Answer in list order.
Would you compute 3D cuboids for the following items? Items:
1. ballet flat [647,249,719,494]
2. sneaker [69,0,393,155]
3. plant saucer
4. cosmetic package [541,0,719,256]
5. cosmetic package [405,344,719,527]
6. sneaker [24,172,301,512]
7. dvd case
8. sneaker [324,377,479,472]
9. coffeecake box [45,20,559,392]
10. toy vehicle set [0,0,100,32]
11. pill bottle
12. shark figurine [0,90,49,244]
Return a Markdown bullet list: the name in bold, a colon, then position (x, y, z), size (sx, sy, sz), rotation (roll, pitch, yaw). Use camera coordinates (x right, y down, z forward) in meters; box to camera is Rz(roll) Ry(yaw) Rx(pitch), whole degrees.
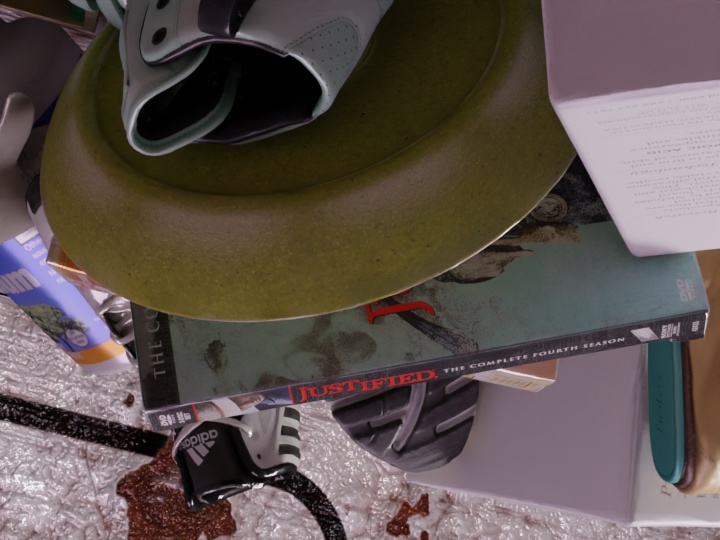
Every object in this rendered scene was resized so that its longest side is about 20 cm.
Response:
- **ballet flat**: position (0.146, -0.006, 0.834), size (0.063, 0.201, 0.069), rotation (-9, -164, -7)
- **sneaker**: position (-0.082, -0.097, 0.660), size (0.200, 0.118, 0.074), rotation (4, 142, 26)
- **plant saucer**: position (-0.019, -0.066, 0.682), size (0.199, 0.200, 0.031), rotation (9, 139, 25)
- **cosmetic package**: position (0.101, -0.074, 0.602), size (0.074, 0.102, 0.200), rotation (-6, 169, 14)
- **cosmetic package**: position (0.155, 0.036, 0.983), size (0.200, 0.168, 0.166), rotation (7, 178, -35)
- **sneaker**: position (-0.074, 0.035, 0.889), size (0.076, 0.116, 0.201), rotation (-25, 141, 14)
- **dvd case**: position (0.012, -0.028, 0.720), size (0.199, 0.146, 0.022), rotation (-10, 154, 0)
- **sneaker**: position (0.000, 0.000, 0.954), size (0.078, 0.200, 0.090), rotation (-24, -178, 2)
- **coffeecake box**: position (-0.007, -0.049, 0.792), size (0.199, 0.154, 0.073), rotation (13, 173, 1)
- **toy vehicle set**: position (-0.162, -0.147, 0.819), size (0.124, 0.027, 0.200), rotation (14, 172, -7)
- **pill bottle**: position (-0.161, -0.052, 0.983), size (0.200, 0.112, 0.112), rotation (48, 157, -24)
- **shark figurine**: position (-0.195, -0.059, 0.831), size (0.089, 0.128, 0.215), rotation (27, 166, 22)
